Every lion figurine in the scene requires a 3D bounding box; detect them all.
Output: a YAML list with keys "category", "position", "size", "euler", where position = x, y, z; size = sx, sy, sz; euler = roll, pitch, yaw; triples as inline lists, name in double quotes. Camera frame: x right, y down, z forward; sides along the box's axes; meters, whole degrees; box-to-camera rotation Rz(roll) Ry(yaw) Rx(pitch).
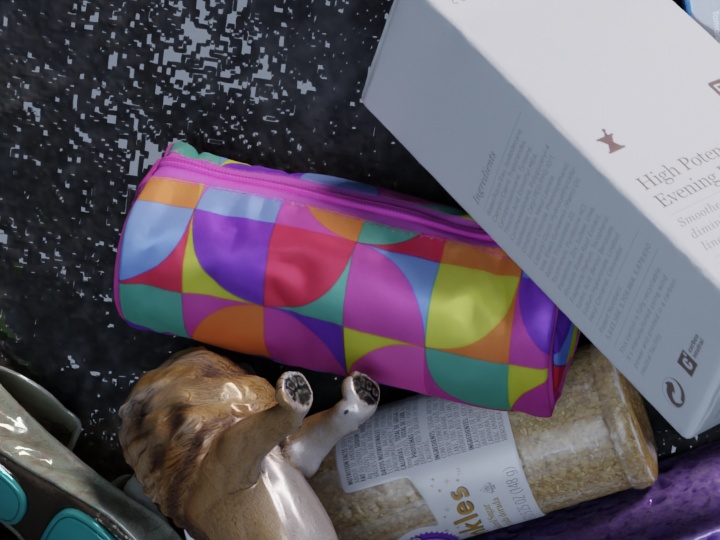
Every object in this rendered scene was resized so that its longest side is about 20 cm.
- category: "lion figurine"
  position: [-0.027, 0.113, 0.986]
  size: [0.122, 0.072, 0.201]
  euler: [-37, 68, 39]

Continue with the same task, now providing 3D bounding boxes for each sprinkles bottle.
- category: "sprinkles bottle"
  position: [0.024, 0.087, 1.057]
  size: [0.199, 0.068, 0.069]
  euler: [-18, 105, 11]

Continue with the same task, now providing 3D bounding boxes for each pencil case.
- category: "pencil case"
  position: [0.000, 0.000, 1.009]
  size: [0.199, 0.088, 0.089]
  euler: [9, 109, 13]

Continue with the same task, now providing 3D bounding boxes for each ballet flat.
- category: "ballet flat"
  position: [-0.125, 0.095, 1.067]
  size: [0.200, 0.062, 0.067]
  euler: [41, 139, 2]

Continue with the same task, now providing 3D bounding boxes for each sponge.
- category: "sponge"
  position: [0.069, 0.133, 1.043]
  size: [0.199, 0.112, 0.030]
  euler: [-23, 102, 13]

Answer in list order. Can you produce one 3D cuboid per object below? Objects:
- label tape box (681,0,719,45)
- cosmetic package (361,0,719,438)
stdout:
- category: "label tape box"
  position: [0.234, -0.064, 0.989]
  size: [0.198, 0.066, 0.144]
  euler: [-6, 107, 10]
- category: "cosmetic package"
  position: [0.102, -0.041, 0.935]
  size: [0.200, 0.101, 0.074]
  euler: [47, 140, 25]
